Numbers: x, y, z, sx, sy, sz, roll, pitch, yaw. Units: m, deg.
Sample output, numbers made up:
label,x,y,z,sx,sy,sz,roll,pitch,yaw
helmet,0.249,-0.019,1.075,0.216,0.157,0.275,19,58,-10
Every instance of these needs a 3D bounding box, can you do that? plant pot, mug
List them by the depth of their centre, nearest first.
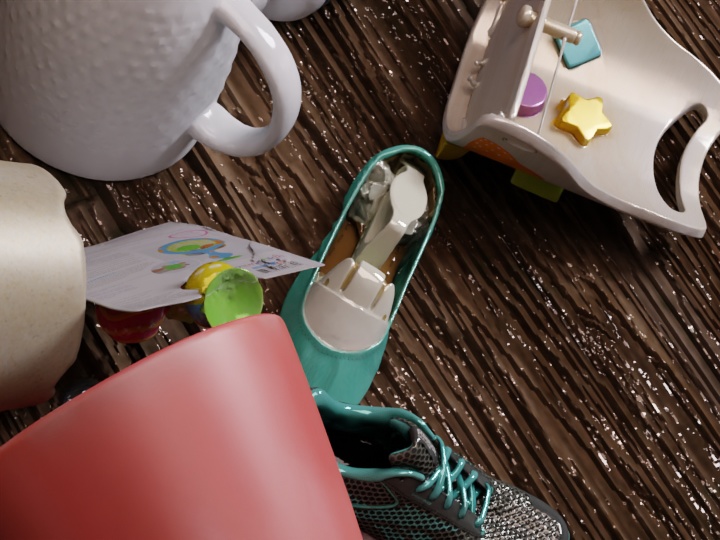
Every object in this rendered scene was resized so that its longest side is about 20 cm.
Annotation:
label,x,y,z,sx,sy,sz,roll,pitch,yaw
plant pot,-0.086,0.148,1.327,0.200,0.200,0.178,-24,80,-31
plant pot,-0.253,0.009,1.355,0.182,0.201,0.201,-1,59,-33
mug,-0.118,-0.145,1.498,0.200,0.176,0.148,39,54,7

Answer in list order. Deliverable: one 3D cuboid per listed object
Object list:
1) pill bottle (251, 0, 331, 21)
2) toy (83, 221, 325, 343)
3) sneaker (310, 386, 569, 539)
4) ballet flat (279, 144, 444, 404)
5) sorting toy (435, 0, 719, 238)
label,x,y,z,sx,sy,sz,roll,pitch,yaw
pill bottle,-0.027,-0.233,1.628,0.112,0.113,0.200,46,55,12
toy,-0.112,0.013,1.421,0.115,0.200,0.048,-15,101,-27
sneaker,0.030,0.123,1.434,0.199,0.091,0.078,18,55,-9
ballet flat,0.000,0.000,1.515,0.067,0.071,0.201,25,54,-4
sorting toy,0.155,-0.103,1.629,0.179,0.107,0.201,27,53,-11
